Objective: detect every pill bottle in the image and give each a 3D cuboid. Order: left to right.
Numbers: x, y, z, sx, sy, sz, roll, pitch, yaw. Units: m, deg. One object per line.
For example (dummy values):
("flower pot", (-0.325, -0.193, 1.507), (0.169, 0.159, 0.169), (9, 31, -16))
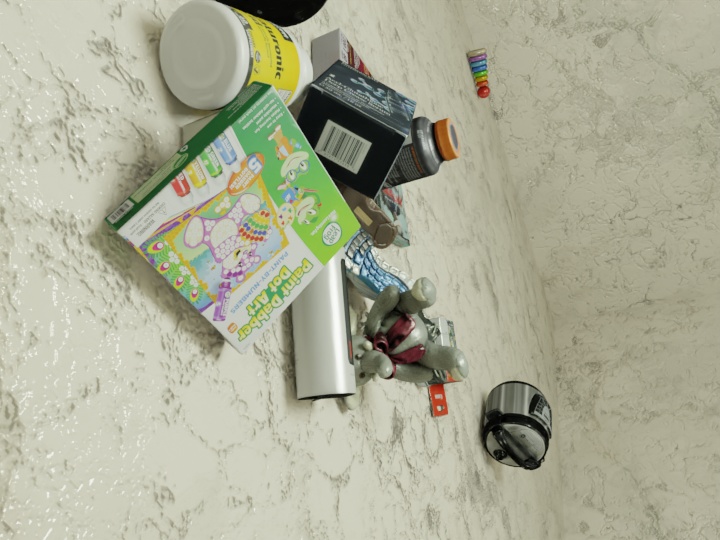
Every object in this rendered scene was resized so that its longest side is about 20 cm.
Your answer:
("pill bottle", (-0.136, -0.246, 0.705), (0.200, 0.110, 0.113), (-29, 105, -66))
("pill bottle", (0.077, -0.211, 1.058), (0.106, 0.197, 0.108), (40, 44, -54))

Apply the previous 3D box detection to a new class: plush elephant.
("plush elephant", (0.030, 0.117, 0.870), (0.154, 0.198, 0.167), (-36, 112, -39))

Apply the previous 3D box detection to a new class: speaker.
("speaker", (-0.052, 0.069, 0.781), (0.081, 0.080, 0.203), (26, 55, -61))

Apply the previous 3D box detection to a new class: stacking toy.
("stacking toy", (0.515, -0.843, 2.519), (0.085, 0.084, 0.203), (-53, 133, -60))

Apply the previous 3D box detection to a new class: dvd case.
("dvd case", (0.056, -0.158, 1.207), (0.146, 0.022, 0.204), (20, 62, -63))

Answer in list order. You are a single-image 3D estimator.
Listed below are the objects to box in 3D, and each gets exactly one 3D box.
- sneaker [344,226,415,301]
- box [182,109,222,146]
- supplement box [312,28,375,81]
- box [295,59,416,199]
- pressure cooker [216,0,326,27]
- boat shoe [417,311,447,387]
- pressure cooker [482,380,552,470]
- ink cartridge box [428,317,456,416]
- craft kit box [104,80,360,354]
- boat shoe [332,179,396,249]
("sneaker", (0.000, 0.000, 0.955), (0.200, 0.086, 0.075), (46, 58, -16))
("box", (-0.120, -0.109, 0.714), (0.199, 0.077, 0.097), (25, 57, -61))
("supplement box", (-0.015, -0.329, 1.079), (0.200, 0.060, 0.111), (37, 46, -58))
("box", (-0.007, -0.216, 0.875), (0.147, 0.108, 0.201), (26, 29, -6))
("pressure cooker", (-0.117, -0.447, 0.749), (0.177, 0.175, 0.203), (14, 62, -36))
("boat shoe", (0.130, 0.130, 1.171), (0.072, 0.070, 0.203), (-27, 103, -65))
("pressure cooker", (0.412, 0.418, 1.547), (0.201, 0.173, 0.181), (-62, 158, -55))
("ink cartridge box", (0.180, 0.209, 1.273), (0.109, 0.050, 0.203), (21, 59, -63))
("craft kit box", (-0.116, -0.048, 0.601), (0.200, 0.048, 0.198), (-48, 135, -14))
("boat shoe", (-0.021, -0.119, 0.976), (0.203, 0.074, 0.075), (54, -7, -27))
